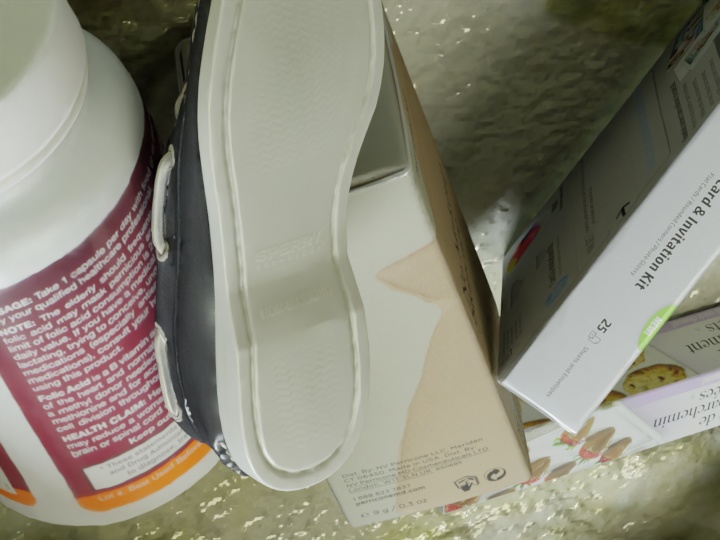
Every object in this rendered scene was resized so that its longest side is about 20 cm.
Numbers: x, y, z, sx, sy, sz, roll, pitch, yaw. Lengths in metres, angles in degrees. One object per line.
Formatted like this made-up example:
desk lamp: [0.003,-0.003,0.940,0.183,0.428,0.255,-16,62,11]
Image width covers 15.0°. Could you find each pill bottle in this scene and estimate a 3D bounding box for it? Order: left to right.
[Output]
pill bottle: [-0.114,-0.013,0.919,0.114,0.114,0.200,-32,140,-9]

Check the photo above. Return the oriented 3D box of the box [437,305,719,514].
box: [0.113,0.056,1.212,0.200,0.041,0.039,-15,135,-25]

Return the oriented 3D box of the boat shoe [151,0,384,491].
boat shoe: [-0.034,-0.031,0.879,0.074,0.060,0.201,-17,113,-37]

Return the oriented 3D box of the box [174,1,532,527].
box: [0.000,0.000,1.016,0.078,0.095,0.200,-15,143,7]

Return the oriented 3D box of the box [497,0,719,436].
box: [0.126,-0.047,1.048,0.041,0.156,0.200,36,105,-7]
